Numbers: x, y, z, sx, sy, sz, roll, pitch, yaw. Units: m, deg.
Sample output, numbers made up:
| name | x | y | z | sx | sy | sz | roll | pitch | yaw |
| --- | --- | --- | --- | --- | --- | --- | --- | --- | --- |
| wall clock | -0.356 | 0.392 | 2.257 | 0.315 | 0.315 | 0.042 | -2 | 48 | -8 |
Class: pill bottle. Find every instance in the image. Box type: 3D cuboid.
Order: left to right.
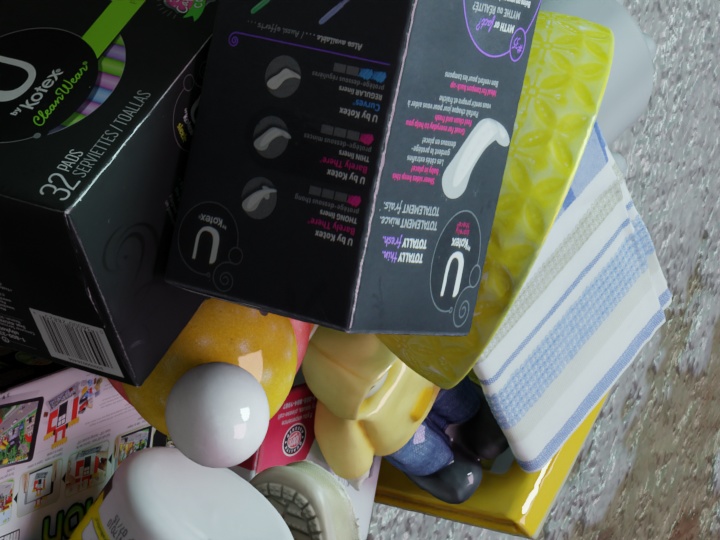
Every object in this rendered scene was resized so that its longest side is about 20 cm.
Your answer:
| name | x | y | z | sx | sy | sz | roll | pitch | yaw |
| --- | --- | --- | --- | --- | --- | --- | --- | --- | --- |
| pill bottle | -0.126 | 0.197 | 1.522 | 0.200 | 0.109 | 0.109 | -55 | 158 | 21 |

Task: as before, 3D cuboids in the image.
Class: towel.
| name | x | y | z | sx | sy | sz | roll | pitch | yaw |
| --- | --- | --- | --- | --- | --- | --- | --- | --- | --- |
| towel | 0.110 | 0.012 | 1.653 | 0.147 | 0.024 | 0.200 | -50 | 143 | -18 |

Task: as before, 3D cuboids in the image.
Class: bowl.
| name | x | y | z | sx | sy | sz | roll | pitch | yaw |
| --- | --- | --- | --- | --- | --- | --- | --- | --- | --- |
| bowl | 0.037 | -0.052 | 1.461 | 0.200 | 0.108 | 0.200 | -156 | -90 | -84 |

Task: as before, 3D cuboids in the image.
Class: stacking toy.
| name | x | y | z | sx | sy | sz | roll | pitch | yaw |
| --- | --- | --- | --- | --- | --- | --- | --- | --- | --- |
| stacking toy | -0.072 | 0.038 | 1.415 | 0.200 | 0.146 | 0.146 | -112 | -158 | -62 |

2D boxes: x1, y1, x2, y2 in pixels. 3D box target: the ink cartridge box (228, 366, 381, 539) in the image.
| name | x | y | z | sx | sy | sz | roll | pitch | yaw |
| --- | --- | --- | --- | --- | --- | --- | --- | --- | --- |
| ink cartridge box | -0.061 | 0.145 | 1.685 | 0.145 | 0.083 | 0.200 | -13 | 117 | -58 |

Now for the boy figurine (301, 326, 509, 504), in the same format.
| name | x | y | z | sx | sy | sz | roll | pitch | yaw |
| --- | --- | --- | --- | --- | --- | --- | --- | --- | --- |
| boy figurine | 0.024 | 0.065 | 1.629 | 0.124 | 0.064 | 0.200 | -51 | 152 | -3 |

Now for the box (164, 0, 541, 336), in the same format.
| name | x | y | z | sx | sy | sz | roll | pitch | yaw |
| --- | --- | --- | --- | --- | --- | --- | --- | --- | --- |
| box | 0.000 | -0.078 | 1.331 | 0.122 | 0.106 | 0.200 | 5 | 98 | -60 |

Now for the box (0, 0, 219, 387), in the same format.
| name | x | y | z | sx | sy | sz | roll | pitch | yaw |
| --- | --- | --- | --- | --- | --- | --- | --- | --- | --- |
| box | -0.125 | -0.070 | 1.380 | 0.200 | 0.148 | 0.124 | -55 | 146 | -32 |

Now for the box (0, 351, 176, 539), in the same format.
| name | x | y | z | sx | sy | sz | roll | pitch | yaw |
| --- | --- | --- | --- | --- | --- | --- | --- | --- | --- |
| box | -0.160 | 0.093 | 1.529 | 0.200 | 0.035 | 0.110 | -19 | 121 | -57 |

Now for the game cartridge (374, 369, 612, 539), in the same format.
| name | x | y | z | sx | sy | sz | roll | pitch | yaw |
| --- | --- | --- | --- | --- | --- | --- | --- | --- | --- |
| game cartridge | 0.077 | 0.060 | 1.795 | 0.032 | 0.176 | 0.200 | 46 | 63 | -43 |

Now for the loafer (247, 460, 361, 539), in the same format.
| name | x | y | z | sx | sy | sz | roll | pitch | yaw |
| --- | --- | --- | --- | --- | --- | --- | --- | --- | --- |
| loafer | -0.025 | 0.172 | 1.607 | 0.068 | 0.076 | 0.200 | -46 | 149 | -36 |

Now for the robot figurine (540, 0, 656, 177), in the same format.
| name | x | y | z | sx | sy | sz | roll | pitch | yaw |
| --- | --- | --- | --- | --- | --- | --- | --- | --- | --- |
| robot figurine | 0.109 | -0.109 | 1.823 | 0.170 | 0.113 | 0.200 | 55 | 46 | -7 |
